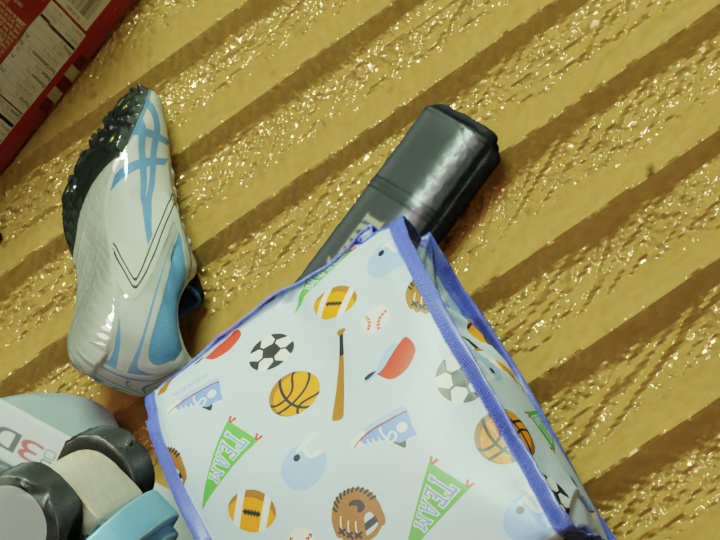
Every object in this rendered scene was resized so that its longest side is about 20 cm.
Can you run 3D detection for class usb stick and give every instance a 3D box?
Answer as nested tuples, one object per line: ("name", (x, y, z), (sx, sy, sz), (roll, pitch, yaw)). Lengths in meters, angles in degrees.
("usb stick", (0.000, 0.000, 1.133), (0.055, 0.033, 0.200), (34, 85, 31))

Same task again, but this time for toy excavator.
("toy excavator", (-0.127, 0.206, 1.018), (0.200, 0.100, 0.195), (46, 111, 9))

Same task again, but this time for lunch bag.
("lunch bag", (0.005, 0.094, 1.037), (0.170, 0.124, 0.200), (-36, 65, 8))

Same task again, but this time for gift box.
("gift box", (-0.250, -0.192, 1.254), (0.186, 0.185, 0.200), (35, 81, 23))

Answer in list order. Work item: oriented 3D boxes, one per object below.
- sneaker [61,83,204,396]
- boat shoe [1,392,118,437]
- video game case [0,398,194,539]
("sneaker", (-0.122, -0.016, 1.186), (0.072, 0.072, 0.201), (-39, 40, 38))
("boat shoe", (-0.221, 0.137, 1.157), (0.199, 0.091, 0.071), (-23, 57, -17))
("video game case", (-0.197, 0.171, 1.088), (0.181, 0.023, 0.201), (29, 79, -9))
